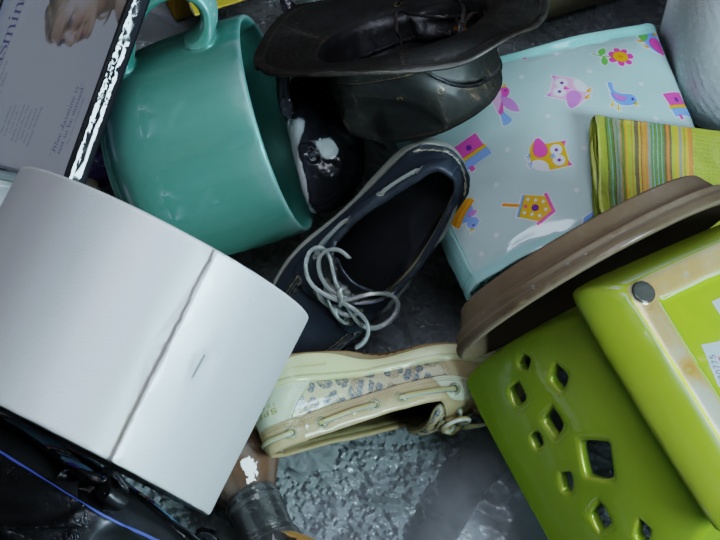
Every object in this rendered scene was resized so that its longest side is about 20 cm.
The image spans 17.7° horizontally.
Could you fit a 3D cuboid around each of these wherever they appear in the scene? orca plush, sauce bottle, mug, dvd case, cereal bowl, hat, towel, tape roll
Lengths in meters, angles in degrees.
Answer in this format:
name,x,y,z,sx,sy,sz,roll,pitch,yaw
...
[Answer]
name,x,y,z,sx,sy,sz,roll,pitch,yaw
orca plush,-0.011,-0.124,1.631,0.071,0.105,0.200,-16,32,10
sauce bottle,-0.093,0.104,1.516,0.064,0.065,0.201,-20,65,-16
mug,-0.114,-0.100,1.570,0.114,0.152,0.186,-16,88,10
dvd case,-0.212,-0.135,1.559,0.017,0.200,0.143,20,88,-33
cereal bowl,0.264,-0.196,1.642,0.083,0.200,0.201,17,60,8
hat,0.032,-0.132,1.536,0.200,0.081,0.201,-10,25,5
towel,0.249,-0.056,1.550,0.199,0.018,0.086,4,69,-16
tape roll,-0.149,0.043,1.410,0.202,0.203,0.140,25,81,10

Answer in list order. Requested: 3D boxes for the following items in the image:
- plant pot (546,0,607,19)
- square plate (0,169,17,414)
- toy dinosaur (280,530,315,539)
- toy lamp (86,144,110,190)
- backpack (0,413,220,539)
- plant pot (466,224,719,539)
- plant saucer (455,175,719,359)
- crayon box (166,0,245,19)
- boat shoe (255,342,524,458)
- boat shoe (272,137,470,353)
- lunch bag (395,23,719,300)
name,x,y,z,sx,sy,sz,roll,pitch,yaw
plant pot,0.146,-0.297,1.705,0.199,0.200,0.178,-17,73,-14
square plate,-0.303,0.001,1.576,0.197,0.028,0.201,11,59,1
toy dinosaur,-0.031,0.222,1.455,0.199,0.107,0.060,-7,32,-5
toy lamp,-0.189,0.011,1.556,0.058,0.058,0.201,1,67,-4
backpack,-0.210,0.164,1.408,0.200,0.183,0.135,26,82,29
plant pot,0.216,0.083,1.454,0.198,0.182,0.200,-21,72,-29
plant saucer,0.142,-0.005,1.432,0.200,0.200,0.030,-26,82,-19
crayon box,-0.108,-0.271,1.738,0.126,0.051,0.200,-19,63,-15
boat shoe,0.021,0.090,1.520,0.199,0.073,0.063,-2,65,-21
boat shoe,0.000,0.000,1.528,0.075,0.062,0.200,43,104,-10
lunch bag,0.132,-0.064,1.601,0.199,0.122,0.171,-12,62,-18
